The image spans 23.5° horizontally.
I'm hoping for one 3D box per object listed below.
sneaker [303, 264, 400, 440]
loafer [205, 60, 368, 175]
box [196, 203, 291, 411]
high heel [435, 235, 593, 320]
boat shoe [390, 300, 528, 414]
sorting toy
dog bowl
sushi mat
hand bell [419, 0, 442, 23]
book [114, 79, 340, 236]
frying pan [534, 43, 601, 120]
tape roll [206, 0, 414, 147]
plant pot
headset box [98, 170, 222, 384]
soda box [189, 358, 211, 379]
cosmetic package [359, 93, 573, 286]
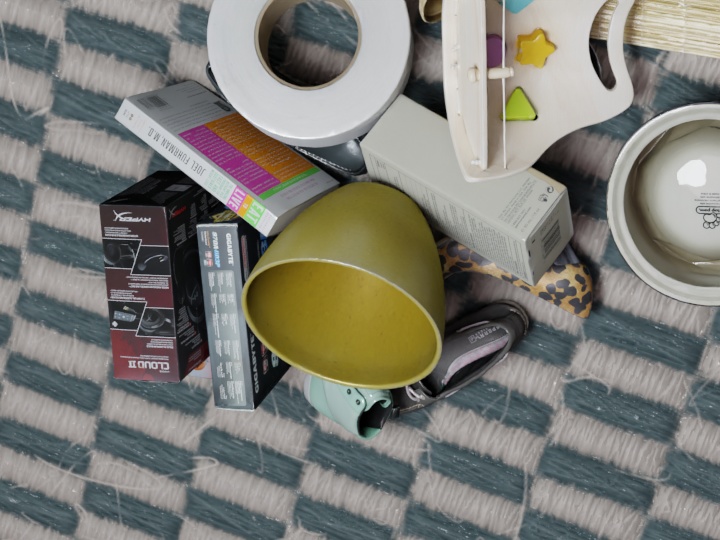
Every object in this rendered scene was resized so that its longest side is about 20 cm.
[{"bbox_3d":[0.001,0.078,1.798,0.118,0.073,0.201,36,131,44],"label":"sneaker"},{"bbox_3d":[-0.073,-0.158,1.768,0.200,0.070,0.068,35,117,4],"label":"loafer"},{"bbox_3d":[-0.115,0.024,1.796,0.046,0.159,0.201,1,107,15],"label":"box"},{"bbox_3d":[0.131,0.022,1.759,0.199,0.071,0.143,-29,91,15],"label":"high heel"},{"bbox_3d":[0.087,0.096,1.809,0.200,0.057,0.067,-34,95,25],"label":"boat shoe"},{"bbox_3d":[0.172,-0.201,1.616,0.179,0.107,0.201,-7,116,-9],"label":"sorting toy"},{"bbox_3d":[0.339,-0.071,1.661,0.199,0.074,0.201,6,110,16],"label":"dog bowl"},{"bbox_3d":[0.311,-0.253,1.641,0.199,0.012,0.096,12,113,15],"label":"sushi mat"},{"bbox_3d":[0.027,-0.342,1.675,0.200,0.104,0.104,44,116,16],"label":"hand bell"},{"bbox_3d":[-0.135,-0.117,1.753,0.200,0.133,0.048,38,115,13],"label":"book"},{"bbox_3d":[0.149,-0.196,1.702,0.189,0.031,0.116,18,105,22],"label":"frying pan"},{"bbox_3d":[-0.047,-0.224,1.697,0.201,0.071,0.204,0,87,5],"label":"tape roll"},{"bbox_3d":[0.000,0.000,1.687,0.199,0.142,0.201,13,144,10],"label":"plant pot"},{"bbox_3d":[-0.193,0.013,1.747,0.077,0.149,0.201,3,108,17],"label":"headset box"},{"bbox_3d":[-0.169,0.011,1.859,0.063,0.068,0.201,7,109,16],"label":"soda box"},{"bbox_3d":[0.104,-0.078,1.684,0.200,0.104,0.073,33,74,23],"label":"cosmetic package"}]
